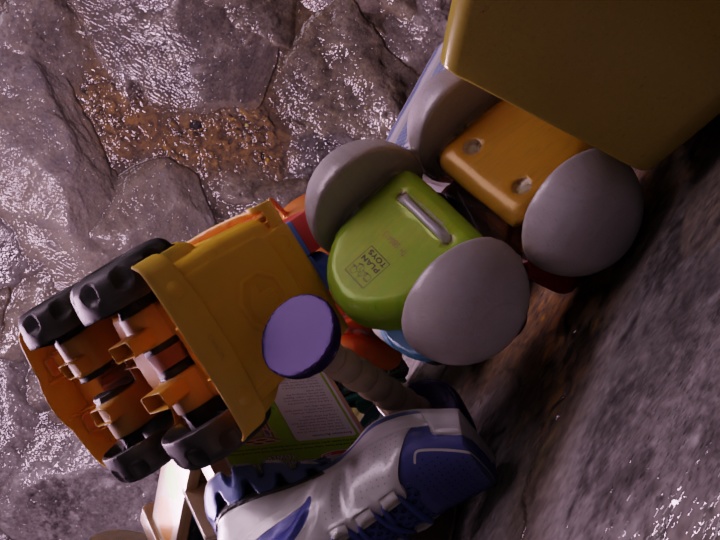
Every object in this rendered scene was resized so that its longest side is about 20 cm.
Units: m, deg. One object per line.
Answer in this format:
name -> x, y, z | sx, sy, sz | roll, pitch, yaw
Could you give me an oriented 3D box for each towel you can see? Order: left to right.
towel -> 0.070, -0.145, 1.119 | 0.147, 0.024, 0.200 | -62, 11, -12

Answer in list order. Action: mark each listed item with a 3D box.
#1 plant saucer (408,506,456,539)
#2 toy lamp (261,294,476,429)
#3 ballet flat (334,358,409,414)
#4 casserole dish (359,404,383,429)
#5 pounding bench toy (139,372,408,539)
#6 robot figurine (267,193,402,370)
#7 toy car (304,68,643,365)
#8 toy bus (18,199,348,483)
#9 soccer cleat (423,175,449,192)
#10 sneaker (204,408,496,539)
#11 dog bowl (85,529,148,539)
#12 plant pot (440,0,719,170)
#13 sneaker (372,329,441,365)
plant saucer -> 0.000, 0.228, 0.909 | 0.200, 0.032, 0.200 | -61, 5, 9
toy lamp -> 0.013, 0.076, 0.861 | 0.058, 0.200, 0.058 | -16, 58, 28
ballet flat -> 0.003, 0.087, 1.240 | 0.074, 0.074, 0.200 | -61, -3, -12
casserole dish -> 0.003, 0.175, 1.141 | 0.200, 0.039, 0.121 | -64, 6, -30
pounding bench toy -> -0.045, 0.168, 1.029 | 0.124, 0.200, 0.156 | 54, 138, 47
robot figurine -> -0.001, -0.002, 1.136 | 0.117, 0.200, 0.144 | 27, 96, 44
toy car -> 0.076, -0.020, 0.876 | 0.200, 0.175, 0.150 | -37, -40, -9
toy bus -> -0.104, 0.030, 0.912 | 0.192, 0.136, 0.200 | -40, 12, -38
soccer cleat -> 0.123, -0.095, 0.963 | 0.200, 0.085, 0.069 | -29, 50, 43
sneaker -> -0.009, 0.166, 0.832 | 0.199, 0.081, 0.115 | -21, 46, 23
dog bowl -> -0.149, 0.290, 1.062 | 0.079, 0.200, 0.200 | -57, 5, 8
plant pot -> 0.149, -0.179, 0.792 | 0.176, 0.200, 0.200 | -61, 4, 26
sneaker -> 0.102, -0.003, 1.061 | 0.200, 0.078, 0.090 | -49, 43, 1
